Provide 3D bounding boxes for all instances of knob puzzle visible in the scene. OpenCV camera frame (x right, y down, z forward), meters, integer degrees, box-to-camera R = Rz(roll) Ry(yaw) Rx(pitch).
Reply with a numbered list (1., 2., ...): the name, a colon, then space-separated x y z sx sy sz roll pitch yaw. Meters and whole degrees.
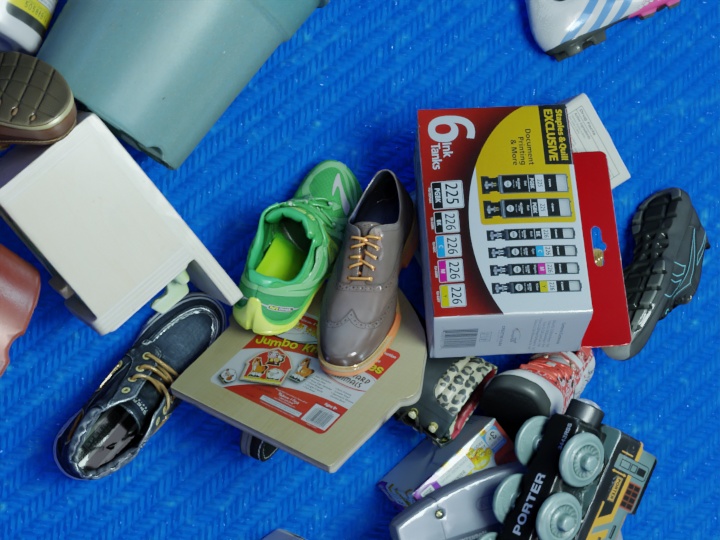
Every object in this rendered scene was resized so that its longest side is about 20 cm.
1. knob puzzle: -0.030 0.078 1.386 0.219 0.220 0.030 -25 132 -17

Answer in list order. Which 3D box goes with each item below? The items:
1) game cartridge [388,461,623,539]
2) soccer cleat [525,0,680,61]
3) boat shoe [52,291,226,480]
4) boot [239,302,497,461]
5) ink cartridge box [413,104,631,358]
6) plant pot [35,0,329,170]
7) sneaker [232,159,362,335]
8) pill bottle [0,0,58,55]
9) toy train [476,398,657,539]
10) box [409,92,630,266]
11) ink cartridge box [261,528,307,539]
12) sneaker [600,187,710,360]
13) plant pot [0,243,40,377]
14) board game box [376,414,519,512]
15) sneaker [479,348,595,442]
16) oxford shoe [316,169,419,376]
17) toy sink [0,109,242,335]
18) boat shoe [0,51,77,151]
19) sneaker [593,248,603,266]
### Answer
1. game cartridge: 0.128 0.236 1.414 0.200 0.042 0.133 -14 89 -16
2. soccer cleat: 0.246 -0.273 1.560 0.200 0.070 0.086 -27 97 -17
3. boat shoe: -0.178 0.101 1.398 0.071 0.091 0.200 43 76 -12
4. boot: 0.006 0.113 1.436 0.154 0.074 0.204 35 72 17
5. ink cartridge box: 0.138 -0.036 1.388 0.175 0.084 0.200 -3 64 -2
6. plant pot: -0.161 -0.203 1.371 0.200 0.200 0.196 34 86 -14
7. sneaker: -0.046 -0.030 1.421 0.074 0.084 0.200 19 49 9
8. pill bottle: -0.286 -0.288 1.366 0.111 0.111 0.200 23 82 -16
9. toy train: 0.168 0.209 1.364 0.114 0.085 0.200 28 82 -34
10. box: 0.137 -0.073 1.513 0.200 0.078 0.095 -31 97 -17
11. ink cartridge box: -0.060 0.344 1.399 0.145 0.145 0.200 -33 98 -16
12. sneaker: 0.283 0.013 1.542 0.079 0.075 0.200 47 54 -26
13. plant pot: -0.372 0.017 1.295 0.195 0.201 0.201 30 79 -23
14. board game box: 0.126 0.238 1.485 0.103 0.105 0.200 -41 100 -14
15. sneaker: 0.161 0.095 1.466 0.067 0.201 0.108 22 73 18
16. oxford shoe: 0.000 0.000 1.385 0.071 0.073 0.200 2 48 15
17. toy sink: -0.213 -0.023 1.362 0.112 0.130 0.200 -42 110 -10
18. boat shoe: -0.296 -0.132 1.324 0.072 0.200 0.068 -50 137 -29
19. sneaker: 0.155 0.018 1.501 0.200 0.090 0.075 -22 117 -57
